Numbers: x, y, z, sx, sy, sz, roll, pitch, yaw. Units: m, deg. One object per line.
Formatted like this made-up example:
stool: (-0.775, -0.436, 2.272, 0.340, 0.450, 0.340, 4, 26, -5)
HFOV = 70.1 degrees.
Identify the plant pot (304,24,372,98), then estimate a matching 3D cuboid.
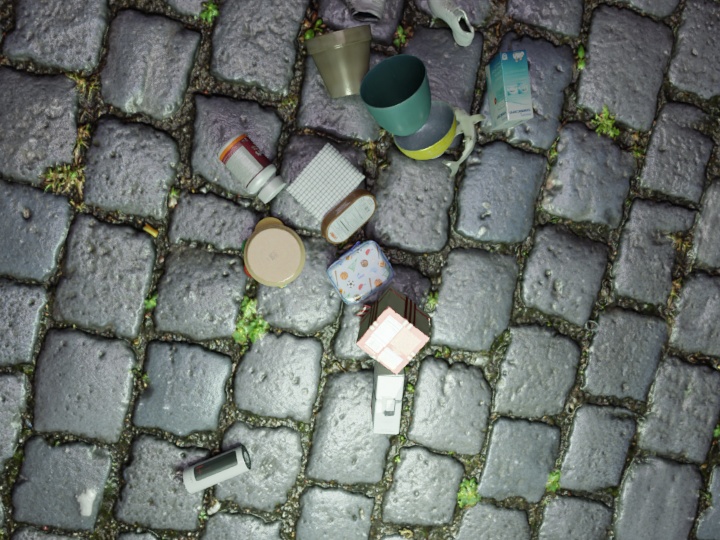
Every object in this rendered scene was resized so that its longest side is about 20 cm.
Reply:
plant pot: (-0.051, -0.613, 1.520, 0.198, 0.200, 0.175, -14, 113, -4)

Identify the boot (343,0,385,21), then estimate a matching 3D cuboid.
boot: (-0.021, -0.819, 1.549, 0.198, 0.074, 0.097, 10, 86, -7)

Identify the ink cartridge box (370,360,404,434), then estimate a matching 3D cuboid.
ink cartridge box: (0.081, 0.377, 1.591, 0.082, 0.145, 0.202, 3, 107, -3)

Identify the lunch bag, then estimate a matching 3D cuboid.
lunch bag: (0.000, 0.000, 1.613, 0.199, 0.076, 0.161, -33, 94, -1)

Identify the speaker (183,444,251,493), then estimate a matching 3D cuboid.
speaker: (-0.451, 0.627, 1.616, 0.198, 0.081, 0.082, -21, 96, -3)

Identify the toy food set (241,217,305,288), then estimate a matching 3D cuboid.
toy food set: (-0.271, -0.048, 1.598, 0.199, 0.049, 0.199, 36, 91, -7)

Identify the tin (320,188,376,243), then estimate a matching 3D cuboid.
tin: (-0.035, -0.166, 1.582, 0.200, 0.042, 0.112, -42, 136, 0)

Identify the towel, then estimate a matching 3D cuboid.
towel: (-0.108, -0.266, 1.579, 0.165, 0.086, 0.200, 41, 94, -14)

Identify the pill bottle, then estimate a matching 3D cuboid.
pill bottle: (-0.324, -0.307, 1.543, 0.110, 0.110, 0.200, -44, 97, -1)

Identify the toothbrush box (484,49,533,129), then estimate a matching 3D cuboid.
toothbrush box: (0.455, -0.550, 1.576, 0.084, 0.146, 0.202, -10, 96, -4)

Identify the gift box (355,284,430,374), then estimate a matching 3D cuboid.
gift box: (0.086, 0.176, 1.546, 0.184, 0.187, 0.200, 42, 110, -8)

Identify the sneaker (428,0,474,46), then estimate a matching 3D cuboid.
sneaker: (0.286, -0.791, 1.578, 0.070, 0.080, 0.200, -42, 95, 1)

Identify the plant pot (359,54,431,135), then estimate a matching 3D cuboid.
plant pot: (0.117, -0.494, 1.500, 0.199, 0.161, 0.202, -11, 58, 18)

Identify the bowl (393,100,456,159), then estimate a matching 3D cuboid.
bowl: (0.211, -0.409, 1.573, 0.200, 0.200, 0.108, -43, 138, -1)

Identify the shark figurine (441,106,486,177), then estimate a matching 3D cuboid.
shark figurine: (0.337, -0.407, 1.615, 0.127, 0.089, 0.217, 5, 85, 28)
